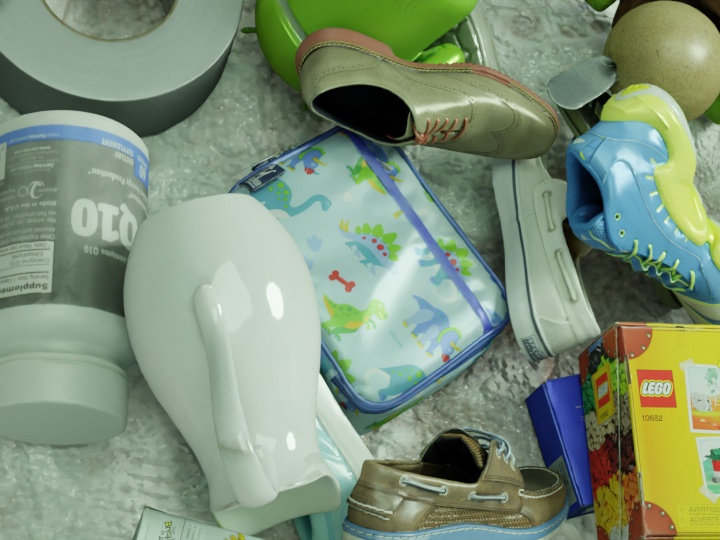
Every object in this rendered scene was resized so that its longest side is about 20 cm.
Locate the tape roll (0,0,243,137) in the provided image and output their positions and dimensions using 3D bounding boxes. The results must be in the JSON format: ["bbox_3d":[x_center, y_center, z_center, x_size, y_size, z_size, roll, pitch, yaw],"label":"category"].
[{"bbox_3d":[-0.188,-0.198,1.172,0.199,0.066,0.202,5,67,-11],"label":"tape roll"}]

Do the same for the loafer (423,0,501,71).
[{"bbox_3d":[0.069,-0.210,1.242,0.070,0.070,0.201,-13,82,-50],"label":"loafer"}]

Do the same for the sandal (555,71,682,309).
[{"bbox_3d":[0.189,-0.058,1.211,0.080,0.057,0.202,-19,83,-57],"label":"sandal"}]

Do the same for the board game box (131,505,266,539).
[{"bbox_3d":[-0.058,0.235,1.001,0.199,0.103,0.106,17,64,-7],"label":"board game box"}]

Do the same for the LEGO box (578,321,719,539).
[{"bbox_3d":[0.262,0.119,1.098,0.198,0.077,0.150,3,68,-13],"label":"LEGO box"}]

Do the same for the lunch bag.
[{"bbox_3d":[0.000,0.000,1.130,0.160,0.083,0.201,-29,78,-28],"label":"lunch bag"}]

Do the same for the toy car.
[{"bbox_3d":[0.223,-0.154,1.202,0.164,0.158,0.200,42,60,-5],"label":"toy car"}]

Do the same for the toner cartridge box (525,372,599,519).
[{"bbox_3d":[0.228,0.113,1.160,0.199,0.043,0.096,-9,72,-18],"label":"toner cartridge box"}]

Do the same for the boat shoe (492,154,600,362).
[{"bbox_3d":[0.141,-0.028,1.155,0.069,0.071,0.201,-17,47,18],"label":"boat shoe"}]

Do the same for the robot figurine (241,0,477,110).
[{"bbox_3d":[0.005,-0.203,1.164,0.176,0.200,0.116,53,26,-4],"label":"robot figurine"}]

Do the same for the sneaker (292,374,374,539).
[{"bbox_3d":[-0.061,0.106,1.072,0.082,0.074,0.200,-33,78,-27],"label":"sneaker"}]

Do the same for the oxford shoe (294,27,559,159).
[{"bbox_3d":[0.048,-0.106,1.120,0.199,0.071,0.075,12,39,-12],"label":"oxford shoe"}]

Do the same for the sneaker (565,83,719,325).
[{"bbox_3d":[0.198,-0.025,1.119,0.105,0.076,0.201,-30,106,-18],"label":"sneaker"}]

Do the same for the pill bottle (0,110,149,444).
[{"bbox_3d":[-0.199,0.007,1.056,0.113,0.114,0.201,4,67,-13],"label":"pill bottle"}]

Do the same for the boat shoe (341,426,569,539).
[{"bbox_3d":[0.073,0.144,1.049,0.199,0.072,0.073,-5,104,-47],"label":"boat shoe"}]

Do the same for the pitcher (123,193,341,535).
[{"bbox_3d":[-0.079,0.053,0.972,0.120,0.172,0.201,-16,77,-2],"label":"pitcher"}]
